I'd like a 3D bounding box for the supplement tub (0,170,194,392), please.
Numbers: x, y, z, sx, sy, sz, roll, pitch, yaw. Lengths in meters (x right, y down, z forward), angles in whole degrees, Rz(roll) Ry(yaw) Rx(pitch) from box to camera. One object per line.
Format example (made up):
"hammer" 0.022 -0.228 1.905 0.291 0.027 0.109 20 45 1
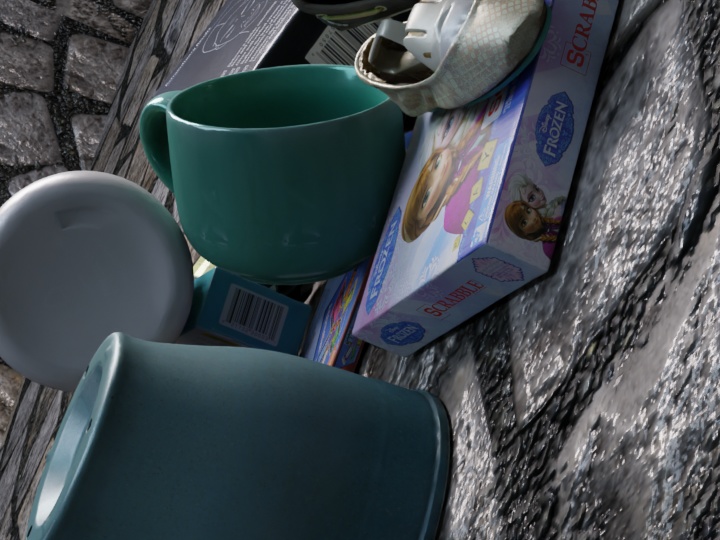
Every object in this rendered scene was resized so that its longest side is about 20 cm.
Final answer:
"supplement tub" -0.189 0.006 1.232 0.200 0.144 0.145 -173 105 -83

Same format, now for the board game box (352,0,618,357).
"board game box" 0.072 -0.067 1.030 0.199 0.041 0.201 -39 31 63

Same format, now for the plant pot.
"plant pot" -0.078 0.130 0.991 0.200 0.187 0.200 -59 17 31

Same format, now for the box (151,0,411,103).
"box" -0.045 -0.157 1.332 0.149 0.107 0.200 -55 22 -14

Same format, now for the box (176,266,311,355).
"box" -0.113 0.052 1.354 0.200 0.082 0.049 -26 44 64

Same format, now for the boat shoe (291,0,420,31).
"boat shoe" 0.051 -0.194 1.021 0.201 0.072 0.060 -22 0 24

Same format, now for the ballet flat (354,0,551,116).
"ballet flat" 0.043 -0.125 1.012 0.068 0.062 0.200 -68 14 -12

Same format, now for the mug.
"mug" -0.051 -0.063 1.165 0.185 0.151 0.115 -138 39 -63

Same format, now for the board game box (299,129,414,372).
"board game box" 0.000 0.000 1.241 0.103 0.019 0.201 174 118 -76

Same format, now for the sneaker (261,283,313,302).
"sneaker" -0.083 -0.041 1.324 0.074 0.089 0.200 -35 -23 -22

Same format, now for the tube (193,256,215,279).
"tube" -0.077 -0.055 1.535 0.058 0.052 0.200 14 60 35
